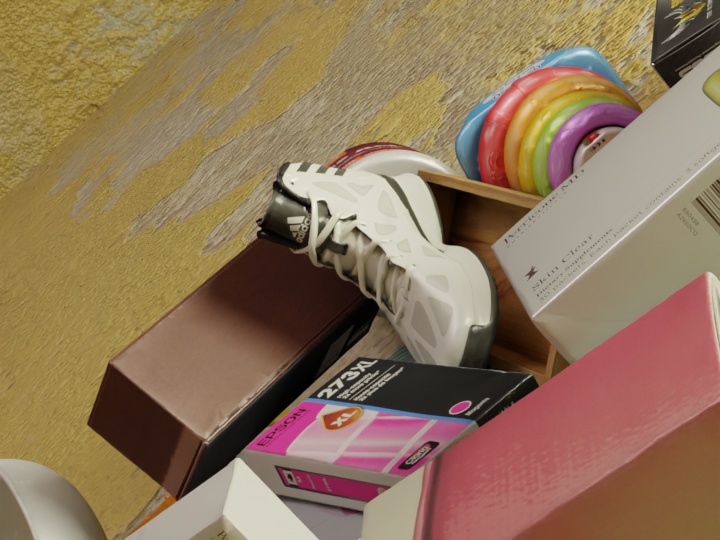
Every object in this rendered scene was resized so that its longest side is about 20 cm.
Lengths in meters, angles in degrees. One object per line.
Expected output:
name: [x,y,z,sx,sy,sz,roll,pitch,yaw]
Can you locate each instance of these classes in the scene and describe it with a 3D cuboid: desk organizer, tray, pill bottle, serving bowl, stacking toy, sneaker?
desk organizer: [-0.070,0.046,1.241,0.200,0.077,0.072,-42,-15,-41]
tray: [0.083,0.003,1.186,0.200,0.037,0.099,21,101,64]
pill bottle: [0.018,-0.033,1.439,0.114,0.114,0.200,-43,8,0]
serving bowl: [-0.190,0.212,1.282,0.066,0.201,0.200,-10,2,-27]
stacking toy: [0.139,-0.062,1.200,0.116,0.110,0.200,-36,13,-3]
sneaker: [0.000,0.000,1.176,0.201,0.115,0.076,-119,44,-55]

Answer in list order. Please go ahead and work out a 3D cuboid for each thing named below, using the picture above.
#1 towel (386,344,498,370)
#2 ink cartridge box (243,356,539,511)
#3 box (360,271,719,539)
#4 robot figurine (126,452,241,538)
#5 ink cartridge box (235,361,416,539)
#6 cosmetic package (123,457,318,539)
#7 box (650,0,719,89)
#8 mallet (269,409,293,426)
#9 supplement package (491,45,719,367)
towel: [0.079,0.036,1.319,0.200,0.022,0.147,-43,18,0]
ink cartridge box: [0.006,0.088,1.107,0.095,0.037,0.200,-38,20,-29]
box: [0.111,0.119,0.870,0.200,0.128,0.109,-37,19,21]
robot figurine: [-0.093,0.184,1.289,0.145,0.058,0.200,-46,18,-9]
ink cartridge box: [0.034,0.104,1.141,0.200,0.043,0.196,-29,17,-3]
cosmetic package: [-0.020,0.182,0.890,0.082,0.200,0.051,-38,17,18]
box: [0.224,-0.106,1.103,0.048,0.158,0.200,-32,21,26]
mallet: [-0.078,0.100,1.316,0.200,0.041,0.066,-6,27,34]
supplement package: [0.190,-0.007,0.947,0.200,0.156,0.111,-42,17,6]
